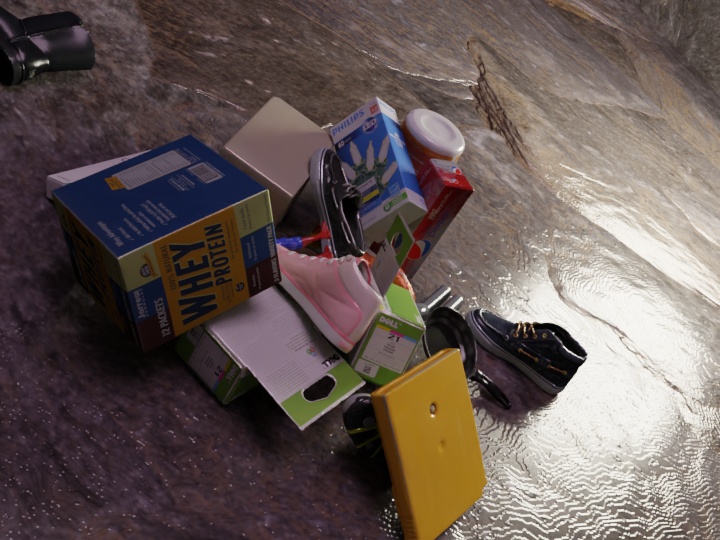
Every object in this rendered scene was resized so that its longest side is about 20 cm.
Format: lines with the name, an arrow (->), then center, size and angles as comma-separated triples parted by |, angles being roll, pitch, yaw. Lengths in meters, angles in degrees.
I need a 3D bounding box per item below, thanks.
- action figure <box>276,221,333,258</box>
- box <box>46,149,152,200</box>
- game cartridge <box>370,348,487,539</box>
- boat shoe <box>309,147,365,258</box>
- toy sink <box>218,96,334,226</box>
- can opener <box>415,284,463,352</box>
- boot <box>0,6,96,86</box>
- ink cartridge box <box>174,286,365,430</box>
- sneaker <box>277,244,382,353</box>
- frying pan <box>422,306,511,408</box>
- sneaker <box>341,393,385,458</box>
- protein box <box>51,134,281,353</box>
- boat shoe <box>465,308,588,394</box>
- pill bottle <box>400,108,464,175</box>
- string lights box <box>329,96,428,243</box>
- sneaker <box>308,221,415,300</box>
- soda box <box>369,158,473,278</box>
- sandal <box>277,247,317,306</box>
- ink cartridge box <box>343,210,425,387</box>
action figure -> -0.140, -0.020, 1.333 | 0.196, 0.066, 0.052 | -15, 39, -13
box -> -0.317, -0.118, 1.325 | 0.143, 0.037, 0.199 | 22, 29, 28
game cartridge -> 0.091, 0.222, 1.198 | 0.175, 0.032, 0.204 | -22, 103, -50
boat shoe -> -0.025, -0.100, 1.430 | 0.072, 0.070, 0.204 | 18, 56, -55
toy sink -> -0.146, -0.162, 1.490 | 0.129, 0.112, 0.201 | 35, 38, -4
can opener -> 0.109, 0.069, 1.468 | 0.052, 0.067, 0.199 | 39, 31, 12
boot -> -0.527, -0.379, 1.473 | 0.201, 0.077, 0.167 | 49, 41, 9
ink cartridge box -> -0.115, 0.121, 1.202 | 0.200, 0.076, 0.147 | 45, 36, 13
sneaker -> -0.045, 0.007, 1.247 | 0.200, 0.105, 0.075 | 46, 8, 33
frying pan -> 0.160, 0.128, 1.431 | 0.189, 0.031, 0.117 | 30, 53, -32
sneaker -> 0.038, 0.199, 1.233 | 0.199, 0.075, 0.077 | 32, 16, -45
protein box -> -0.236, -0.041, 1.152 | 0.198, 0.137, 0.198 | -28, 41, -27
boat shoe -> 0.269, 0.106, 1.521 | 0.199, 0.091, 0.071 | 36, 35, 4
pill bottle -> 0.084, -0.163, 1.597 | 0.111, 0.201, 0.113 | 21, 36, -16
string lights box -> 0.027, -0.159, 1.488 | 0.059, 0.102, 0.203 | 22, 44, -51
sneaker -> 0.000, 0.000, 1.471 | 0.199, 0.073, 0.077 | 38, 57, 13
soda box -> 0.095, -0.080, 1.507 | 0.063, 0.201, 0.071 | 5, 42, -35
sandal -> -0.069, 0.026, 1.356 | 0.080, 0.055, 0.199 | -30, 41, -29
ink cartridge box -> 0.048, 0.040, 1.297 | 0.075, 0.202, 0.148 | 23, 14, -13
